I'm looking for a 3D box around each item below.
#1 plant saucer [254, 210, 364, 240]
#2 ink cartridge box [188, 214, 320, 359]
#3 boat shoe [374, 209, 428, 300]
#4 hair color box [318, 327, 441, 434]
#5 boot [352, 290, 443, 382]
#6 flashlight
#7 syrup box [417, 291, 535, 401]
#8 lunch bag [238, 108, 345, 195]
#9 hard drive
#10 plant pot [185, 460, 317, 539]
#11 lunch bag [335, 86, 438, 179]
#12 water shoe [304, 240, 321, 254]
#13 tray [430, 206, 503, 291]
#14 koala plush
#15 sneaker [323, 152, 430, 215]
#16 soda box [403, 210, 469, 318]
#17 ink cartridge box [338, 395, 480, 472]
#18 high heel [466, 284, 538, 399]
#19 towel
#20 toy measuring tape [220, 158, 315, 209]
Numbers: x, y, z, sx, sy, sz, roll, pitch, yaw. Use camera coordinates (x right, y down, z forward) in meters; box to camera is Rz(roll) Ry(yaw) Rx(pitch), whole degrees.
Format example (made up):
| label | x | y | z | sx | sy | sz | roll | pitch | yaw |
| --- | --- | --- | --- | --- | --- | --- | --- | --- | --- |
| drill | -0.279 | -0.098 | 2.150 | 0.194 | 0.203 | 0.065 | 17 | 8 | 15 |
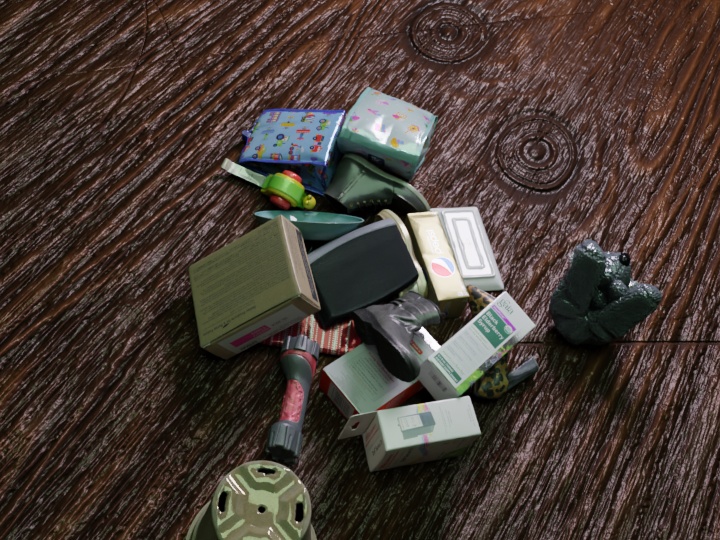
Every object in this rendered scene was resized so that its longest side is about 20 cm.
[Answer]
| label | x | y | z | sx | sy | sz | roll | pitch | yaw |
| --- | --- | --- | --- | --- | --- | --- | --- | --- | --- |
| plant saucer | -0.093 | -0.080 | 1.588 | 0.197 | 0.036 | 0.200 | 3 | 9 | -1 |
| ink cartridge box | -0.178 | 0.029 | 1.459 | 0.199 | 0.075 | 0.166 | -27 | 57 | 17 |
| boat shoe | 0.060 | -0.025 | 1.621 | 0.064 | 0.072 | 0.202 | -11 | 62 | -20 |
| hair color box | 0.041 | 0.170 | 1.477 | 0.199 | 0.064 | 0.111 | -30 | 64 | -28 |
| boot | 0.081 | 0.095 | 1.429 | 0.130 | 0.070 | 0.200 | -19 | 35 | -18 |
| flashlight | -0.112 | 0.202 | 1.416 | 0.067 | 0.068 | 0.202 | 14 | 52 | -4 |
| syrup box | 0.189 | 0.129 | 1.452 | 0.199 | 0.082 | 0.079 | -37 | 81 | -27 |
| lunch bag | -0.141 | -0.249 | 1.735 | 0.198 | 0.095 | 0.152 | 12 | 55 | 8 |
| hard drive | 0.000 | 0.000 | 1.520 | 0.199 | 0.042 | 0.136 | -25 | 92 | -21 |
| plant pot | -0.143 | 0.360 | 1.220 | 0.198 | 0.184 | 0.202 | 6 | 53 | -8 |
| lunch bag | 0.052 | -0.263 | 1.733 | 0.169 | 0.123 | 0.200 | 22 | 28 | 3 |
| water shoe | -0.079 | -0.014 | 1.573 | 0.197 | 0.079 | 0.072 | 3 | 54 | -11 |
| tray | 0.205 | -0.048 | 1.699 | 0.106 | 0.022 | 0.202 | -3 | 55 | -14 |
| koala plush | 0.445 | 0.028 | 1.634 | 0.177 | 0.184 | 0.200 | 36 | 33 | 4 |
| sneaker | 0.030 | -0.132 | 1.702 | 0.199 | 0.075 | 0.107 | 30 | 71 | 2 |
| soda box | 0.135 | -0.012 | 1.627 | 0.063 | 0.068 | 0.202 | -7 | 56 | -16 |
| ink cartridge box | 0.074 | 0.260 | 1.382 | 0.198 | 0.117 | 0.068 | -6 | 63 | -16 |
| high heel | 0.210 | 0.123 | 1.540 | 0.142 | 0.072 | 0.201 | -23 | 71 | -33 |
| towel | -0.088 | 0.070 | 1.526 | 0.198 | 0.023 | 0.146 | 9 | 69 | -7 |
| toy measuring tape | -0.175 | -0.169 | 1.664 | 0.198 | 0.074 | 0.074 | 26 | 53 | 3 |
